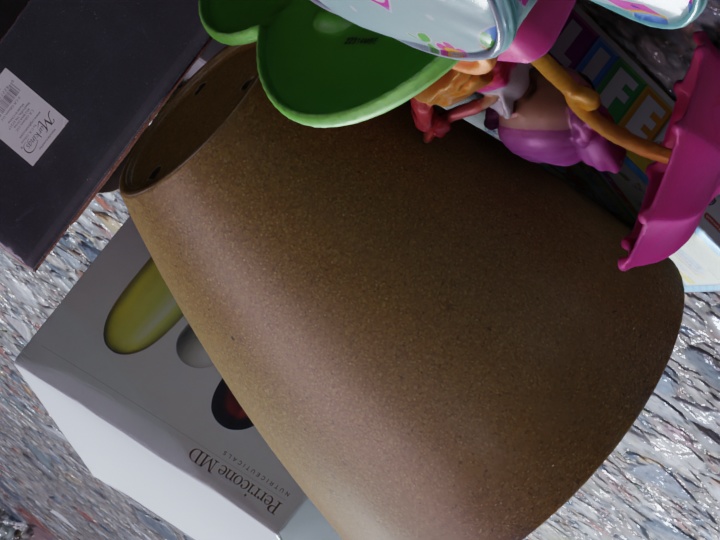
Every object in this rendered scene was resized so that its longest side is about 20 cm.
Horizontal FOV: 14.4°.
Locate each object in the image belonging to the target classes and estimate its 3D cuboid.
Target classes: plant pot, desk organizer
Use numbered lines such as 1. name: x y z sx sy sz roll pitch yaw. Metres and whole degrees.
1. plant pot: 0.000 0.000 1.189 0.200 0.187 0.186 42 164 -19
2. desk organizer: -0.103 -0.105 1.230 0.072 0.200 0.077 38 -164 -2

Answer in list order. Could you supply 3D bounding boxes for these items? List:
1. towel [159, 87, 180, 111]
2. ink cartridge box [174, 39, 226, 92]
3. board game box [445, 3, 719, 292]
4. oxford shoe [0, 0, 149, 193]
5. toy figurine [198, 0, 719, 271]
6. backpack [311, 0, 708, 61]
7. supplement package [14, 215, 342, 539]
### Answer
1. towel: -0.061 -0.032 1.354 0.199 0.031 0.149 18 154 48
2. ink cartridge box: -0.085 -0.122 1.365 0.199 0.086 0.148 33 163 14
3. board game box: 0.084 -0.068 1.235 0.200 0.034 0.134 43 163 -17
4. oxford shoe: -0.167 -0.105 1.338 0.200 0.071 0.071 42 180 19
5. toy figurine: 0.060 -0.073 1.099 0.184 0.151 0.199 37 161 -33
6. backpack: 0.040 -0.158 0.874 0.199 0.154 0.176 16 149 38
7. supplement package: -0.037 0.047 1.520 0.191 0.200 0.147 29 163 27
